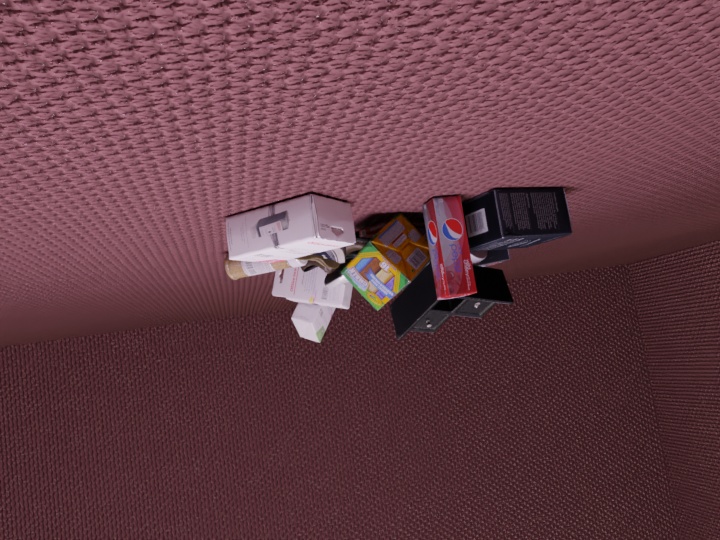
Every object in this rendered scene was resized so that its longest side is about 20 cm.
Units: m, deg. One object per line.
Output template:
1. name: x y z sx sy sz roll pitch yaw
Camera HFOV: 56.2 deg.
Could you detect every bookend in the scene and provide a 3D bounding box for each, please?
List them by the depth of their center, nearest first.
1. bookend: 0.203 0.077 1.543 0.197 0.093 0.200 8 143 -29

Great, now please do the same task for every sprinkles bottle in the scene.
1. sprinkles bottle: -0.223 -0.028 1.589 0.198 0.069 0.068 -11 173 23

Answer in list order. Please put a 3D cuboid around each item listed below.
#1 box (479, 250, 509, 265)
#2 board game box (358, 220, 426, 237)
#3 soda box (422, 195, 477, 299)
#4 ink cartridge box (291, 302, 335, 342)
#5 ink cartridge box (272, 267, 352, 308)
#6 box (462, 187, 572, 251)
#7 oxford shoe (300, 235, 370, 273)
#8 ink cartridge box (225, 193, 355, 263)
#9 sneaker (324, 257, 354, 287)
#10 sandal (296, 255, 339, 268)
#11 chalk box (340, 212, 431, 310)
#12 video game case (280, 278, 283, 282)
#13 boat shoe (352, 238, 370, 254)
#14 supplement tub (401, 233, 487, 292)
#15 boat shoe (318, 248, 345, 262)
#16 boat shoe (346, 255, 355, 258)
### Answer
1. box: 0.265 -0.051 1.769 0.198 0.105 0.182 -11 177 -5
2. board game box: 0.104 -0.098 1.611 0.199 0.020 0.103 -3 173 -40
3. soda box: 0.179 -0.046 1.366 0.063 0.202 0.070 -7 174 -16
4. ink cartridge box: -0.114 0.082 1.878 0.067 0.201 0.117 14 151 18
5. ink cartridge box: -0.123 0.028 1.771 0.198 0.118 0.067 7 172 18
6. box: 0.325 -0.107 1.445 0.199 0.105 0.148 -5 172 -30
7. oxford shoe: -0.061 -0.037 1.649 0.199 0.085 0.073 -14 170 27
8. ink cartridge box: -0.129 -0.073 1.256 0.199 0.086 0.145 -10 173 28
9. sneaker: 0.000 0.000 1.662 0.199 0.071 0.080 -28 125 21
10. sandal: -0.108 -0.051 1.530 0.054 0.081 0.199 8 180 35
11. chalk box: 0.052 -0.009 1.492 0.125 0.124 0.200 -44 180 -38
12. video game case: -0.115 0.027 1.933 0.199 0.018 0.143 20 131 -42
13. boat shoe: 0.021 -0.052 1.712 0.198 0.063 0.075 -7 175 3
14. supplement tub: 0.183 -0.028 1.584 0.200 0.133 0.131 -39 156 33
15. boat shoe: -0.083 -0.062 1.454 0.092 0.075 0.200 -1 167 5
16. boat shoe: -0.011 -0.031 1.836 0.072 0.062 0.199 -5 173 -37
